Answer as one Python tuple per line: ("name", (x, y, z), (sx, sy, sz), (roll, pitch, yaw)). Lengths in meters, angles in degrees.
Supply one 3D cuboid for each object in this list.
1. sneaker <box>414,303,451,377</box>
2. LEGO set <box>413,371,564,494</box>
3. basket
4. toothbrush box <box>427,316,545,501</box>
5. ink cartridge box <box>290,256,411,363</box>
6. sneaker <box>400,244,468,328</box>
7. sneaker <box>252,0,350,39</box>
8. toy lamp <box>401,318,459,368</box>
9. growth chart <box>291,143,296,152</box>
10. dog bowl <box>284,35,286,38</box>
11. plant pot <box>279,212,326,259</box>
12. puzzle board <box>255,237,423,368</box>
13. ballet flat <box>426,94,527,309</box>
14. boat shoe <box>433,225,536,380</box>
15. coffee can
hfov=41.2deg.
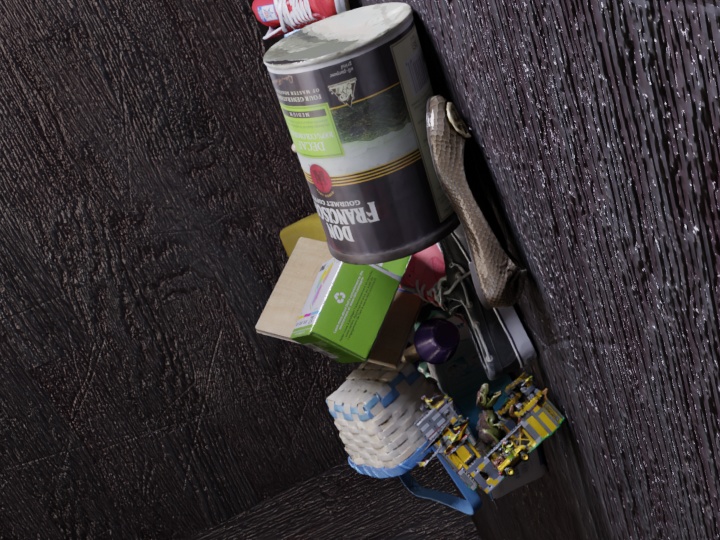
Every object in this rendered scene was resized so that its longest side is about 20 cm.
("sneaker", (0.142, 0.149, 1.501), (0.201, 0.077, 0.141), (-83, -32, -62))
("LEGO set", (0.132, 0.162, 1.071), (0.116, 0.154, 0.200), (47, -177, 5))
("basket", (0.061, 0.216, 1.218), (0.176, 0.138, 0.202), (-5, 116, 62))
("toothbrush box", (0.161, 0.179, 1.293), (0.201, 0.084, 0.148), (-119, 6, -47))
("ink cartridge box", (0.000, 0.000, 1.112), (0.075, 0.203, 0.148), (25, 169, -9))
("sneaker", (0.096, 0.017, 1.173), (0.074, 0.086, 0.201), (67, 177, -47))
("sneaker", (-0.076, -0.328, 1.180), (0.200, 0.110, 0.073), (-129, 27, -76))
("toy lamp", (0.079, 0.098, 1.219), (0.059, 0.057, 0.200), (65, 163, 5))
("growth chart", (-0.032, -0.177, 1.383), (0.144, 0.018, 0.201), (36, -155, -9))
("dog bowl", (-0.095, -0.380, 1.405), (0.112, 0.049, 0.204), (81, 177, -72))
("plant pot", (0.017, -0.022, 1.379), (0.197, 0.193, 0.200), (65, 166, 2))
("puzzle board", (-0.018, 0.039, 1.227), (0.018, 0.197, 0.152), (74, -145, -52))
("ballet flat", (0.106, -0.063, 0.863), (0.067, 0.046, 0.203), (-32, -75, -62))
("boat shoe", (0.113, 0.022, 1.032), (0.202, 0.067, 0.074), (63, 179, 13))
("coffee can", (0.007, -0.130, 0.910), (0.147, 0.144, 0.203), (-121, 11, -64))
